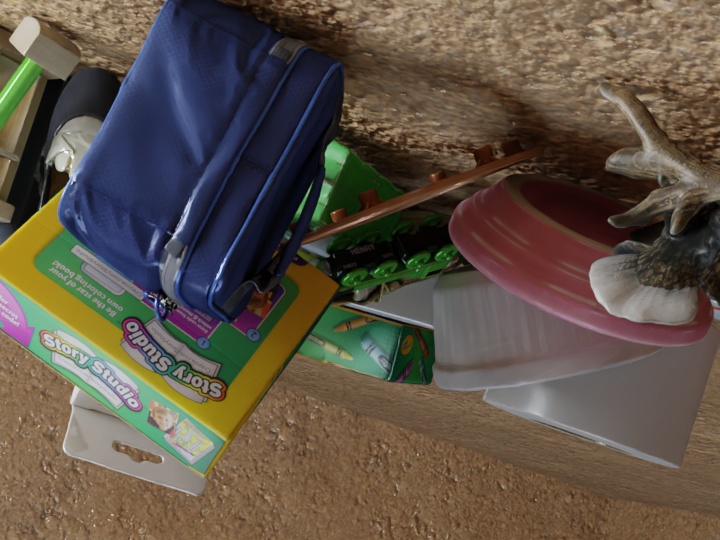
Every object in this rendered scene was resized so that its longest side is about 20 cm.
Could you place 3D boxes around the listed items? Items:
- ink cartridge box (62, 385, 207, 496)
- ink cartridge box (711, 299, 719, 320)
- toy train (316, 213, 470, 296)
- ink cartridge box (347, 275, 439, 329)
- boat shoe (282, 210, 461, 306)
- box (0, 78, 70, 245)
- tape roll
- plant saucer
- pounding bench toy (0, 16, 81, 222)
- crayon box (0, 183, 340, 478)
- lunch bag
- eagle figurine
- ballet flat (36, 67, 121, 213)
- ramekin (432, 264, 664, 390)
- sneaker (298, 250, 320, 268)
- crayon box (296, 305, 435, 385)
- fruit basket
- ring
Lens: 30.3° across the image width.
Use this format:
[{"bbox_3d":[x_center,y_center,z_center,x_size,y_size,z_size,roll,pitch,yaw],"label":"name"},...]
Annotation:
[{"bbox_3d":[-0.142,0.056,0.994,0.116,0.201,0.068,20,137,-16],"label":"ink cartridge box"},{"bbox_3d":[0.357,0.042,1.151,0.161,0.050,0.200,13,166,18],"label":"ink cartridge box"},{"bbox_3d":[0.049,-0.016,1.071,0.199,0.042,0.056,-15,156,-31],"label":"toy train"},{"bbox_3d":[-0.006,-0.007,1.302,0.199,0.084,0.176,15,179,5],"label":"ink cartridge box"},{"bbox_3d":[0.000,0.000,1.168,0.199,0.067,0.074,-11,124,11],"label":"boat shoe"},{"bbox_3d":[-0.247,-0.041,1.198,0.196,0.201,0.124,25,164,-41],"label":"box"},{"bbox_3d":[0.236,0.096,1.297,0.202,0.140,0.203,18,175,2],"label":"tape roll"},{"bbox_3d":[0.164,-0.016,0.953,0.199,0.051,0.201,19,-160,-7],"label":"plant saucer"},{"bbox_3d":[-0.315,-0.116,1.037,0.199,0.157,0.124,5,164,43],"label":"pounding bench toy"},{"bbox_3d":[-0.140,0.019,0.937,0.200,0.173,0.058,36,137,1],"label":"crayon box"},{"bbox_3d":[-0.091,-0.061,0.852,0.132,0.201,0.136,25,173,7],"label":"lunch bag"},{"bbox_3d":[0.233,-0.020,0.829,0.150,0.153,0.200,-12,152,24],"label":"eagle figurine"},{"bbox_3d":[-0.224,-0.060,1.056,0.073,0.201,0.073,15,-172,-2],"label":"ballet flat"},{"bbox_3d":[0.151,0.034,1.115,0.201,0.095,0.202,-11,-179,0],"label":"ramekin"},{"bbox_3d":[-0.121,-0.016,1.120,0.199,0.077,0.076,10,137,-3],"label":"sneaker"},{"bbox_3d":[-0.031,0.060,1.336,0.199,0.059,0.119,15,180,24],"label":"crayon box"},{"bbox_3d":[-0.072,-0.069,1.098,0.199,0.094,0.185,13,169,32],"label":"fruit basket"},{"bbox_3d":[0.033,-0.055,0.936,0.199,0.019,0.200,-20,-179,0],"label":"ring"}]
